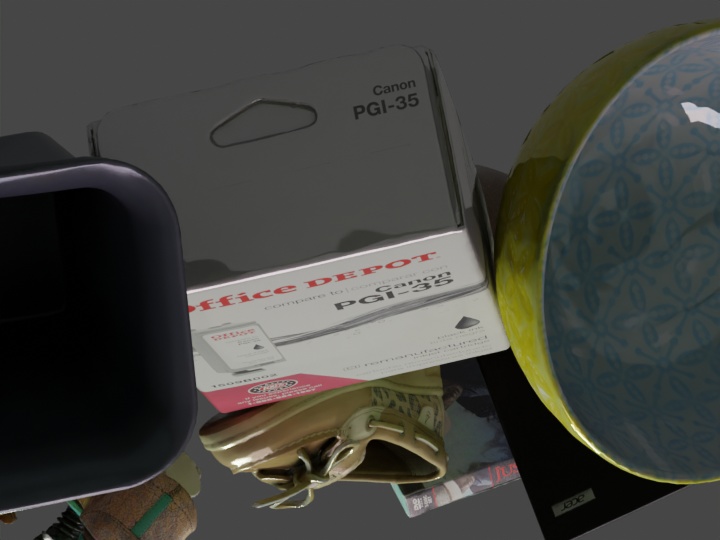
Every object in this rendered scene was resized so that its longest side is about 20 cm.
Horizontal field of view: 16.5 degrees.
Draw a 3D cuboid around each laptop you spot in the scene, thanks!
[{"bbox_3d":[0.163,0.039,1.372,0.177,0.103,0.200,-26,-169,13],"label":"laptop"}]

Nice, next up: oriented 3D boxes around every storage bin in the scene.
[{"bbox_3d":[-0.177,0.004,0.919,0.199,0.146,0.134,-10,-160,-15],"label":"storage bin"}]

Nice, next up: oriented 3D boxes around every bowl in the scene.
[{"bbox_3d":[0.129,-0.017,1.089,0.200,0.201,0.108,-8,-163,-30],"label":"bowl"}]

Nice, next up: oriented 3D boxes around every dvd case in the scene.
[{"bbox_3d":[0.095,0.059,1.435,0.199,0.146,0.022,-19,129,-8],"label":"dvd case"}]

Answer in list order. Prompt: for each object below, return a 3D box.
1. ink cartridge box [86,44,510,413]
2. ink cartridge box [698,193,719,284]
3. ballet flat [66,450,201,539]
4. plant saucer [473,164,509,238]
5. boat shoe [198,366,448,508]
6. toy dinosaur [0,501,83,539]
[{"bbox_3d":[-0.021,-0.012,1.058,0.146,0.083,0.200,-12,163,6],"label":"ink cartridge box"},{"bbox_3d":[0.213,0.001,1.209,0.076,0.201,0.148,-13,173,14],"label":"ink cartridge box"},{"bbox_3d":[-0.113,0.123,1.314,0.067,0.068,0.200,-50,-170,-4],"label":"ballet flat"},{"bbox_3d":[0.000,0.000,1.283,0.200,0.035,0.200,-32,-173,4],"label":"plant saucer"},{"bbox_3d":[-0.008,0.083,1.234,0.073,0.063,0.200,-20,173,30],"label":"boat shoe"},{"bbox_3d":[-0.183,0.096,1.409,0.199,0.102,0.136,-11,132,-16],"label":"toy dinosaur"}]
